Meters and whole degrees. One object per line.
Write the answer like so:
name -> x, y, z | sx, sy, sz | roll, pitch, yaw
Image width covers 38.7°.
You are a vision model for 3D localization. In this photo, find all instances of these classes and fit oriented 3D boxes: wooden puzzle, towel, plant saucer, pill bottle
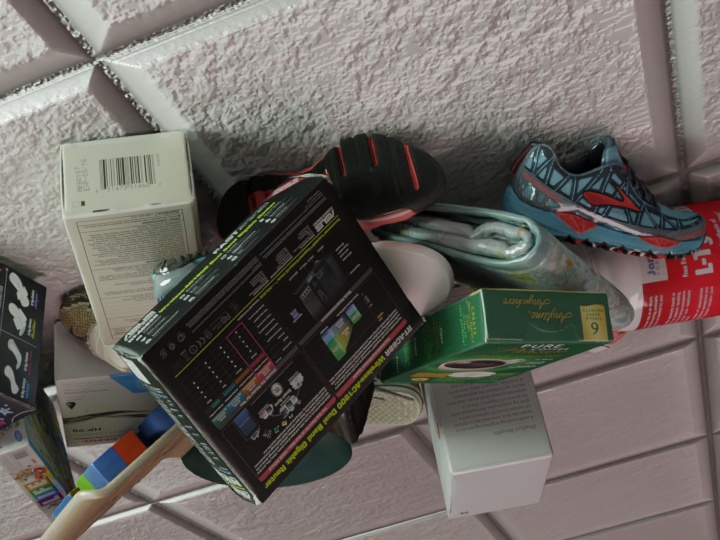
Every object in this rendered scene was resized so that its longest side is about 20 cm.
wooden puzzle -> -0.231, 0.192, 1.027 | 0.199, 0.046, 0.185 | -36, 172, -43
towel -> 0.123, -0.010, 0.905 | 0.199, 0.049, 0.170 | 18, 174, 46
plant saucer -> -0.107, 0.192, 1.179 | 0.196, 0.037, 0.200 | 0, -168, 0
pill bottle -> 0.292, -0.003, 1.007 | 0.197, 0.114, 0.113 | -10, 150, -4

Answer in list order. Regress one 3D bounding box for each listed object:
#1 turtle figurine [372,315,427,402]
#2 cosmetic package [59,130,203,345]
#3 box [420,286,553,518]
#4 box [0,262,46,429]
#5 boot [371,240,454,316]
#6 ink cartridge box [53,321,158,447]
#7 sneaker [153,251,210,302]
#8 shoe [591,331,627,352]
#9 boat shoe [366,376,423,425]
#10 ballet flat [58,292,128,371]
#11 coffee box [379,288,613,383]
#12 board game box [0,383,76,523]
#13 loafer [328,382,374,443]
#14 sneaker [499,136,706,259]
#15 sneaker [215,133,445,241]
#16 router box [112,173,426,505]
turtle figurine -> -0.002, 0.060, 1.027 | 0.196, 0.102, 0.151 | 6, 141, -3
cosmetic package -> -0.182, -0.021, 0.857 | 0.102, 0.074, 0.201 | -7, 149, -9
box -> 0.125, 0.139, 1.097 | 0.105, 0.203, 0.153 | -10, 150, -2
box -> -0.387, 0.081, 0.897 | 0.198, 0.134, 0.114 | -26, 141, 25
boot -> 0.000, 0.000, 0.908 | 0.197, 0.090, 0.074 | -6, 112, 28
ink cartridge box -> -0.257, 0.128, 1.081 | 0.114, 0.068, 0.201 | -4, 148, -14
sneaker -> -0.102, 0.065, 0.837 | 0.078, 0.097, 0.201 | -17, 140, 15
shoe -> 0.242, 0.035, 1.100 | 0.091, 0.072, 0.199 | -34, 148, 31
boat shoe -> -0.025, 0.133, 1.167 | 0.196, 0.063, 0.076 | 3, 123, 6
ballet flat -> -0.189, 0.072, 0.962 | 0.197, 0.076, 0.069 | 16, 120, -12
coffee box -> 0.107, 0.059, 0.864 | 0.121, 0.045, 0.200 | 2, 164, -21
board game box -> -0.337, 0.160, 1.038 | 0.034, 0.136, 0.201 | -19, 150, -10
loafer -> -0.028, 0.116, 0.929 | 0.070, 0.074, 0.200 | 14, 165, 5
sneaker -> 0.223, -0.066, 0.896 | 0.197, 0.079, 0.097 | 8, 101, -18
sneaker -> -0.021, -0.057, 0.873 | 0.197, 0.075, 0.087 | -12, 160, 14
router box -> -0.063, 0.048, 0.773 | 0.062, 0.200, 0.151 | 7, 137, 57
